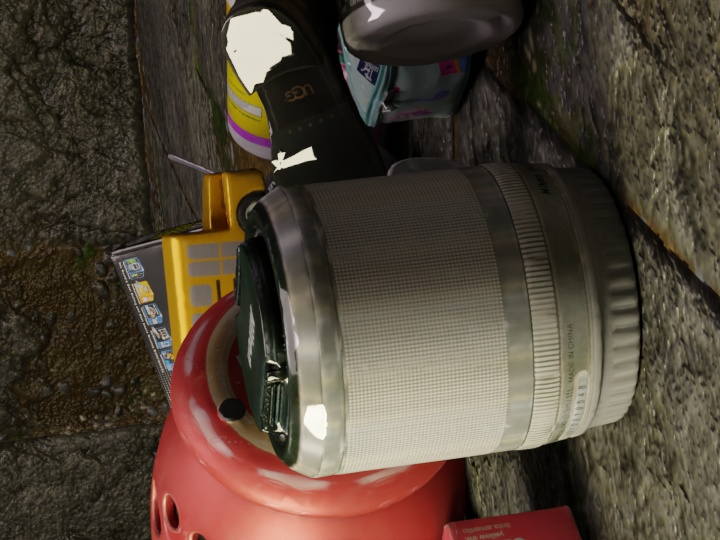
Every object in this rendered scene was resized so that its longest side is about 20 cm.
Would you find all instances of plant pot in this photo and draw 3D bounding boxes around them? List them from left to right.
[{"bbox_3d":[-0.028,0.117,1.358,0.183,0.200,0.201,98,162,-51],"label":"plant pot"}]

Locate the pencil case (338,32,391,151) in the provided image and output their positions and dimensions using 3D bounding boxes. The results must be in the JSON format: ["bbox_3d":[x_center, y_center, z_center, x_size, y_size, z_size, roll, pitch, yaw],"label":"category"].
[{"bbox_3d":[-0.011,-0.109,1.695,0.087,0.087,0.200,-111,17,-51],"label":"pencil case"}]

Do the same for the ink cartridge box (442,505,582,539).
[{"bbox_3d":[0.104,0.263,1.296,0.200,0.083,0.145,-109,20,-45],"label":"ink cartridge box"}]

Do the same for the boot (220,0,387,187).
[{"bbox_3d":[-0.025,-0.140,1.375,0.174,0.069,0.200,-82,-25,-53],"label":"boot"}]

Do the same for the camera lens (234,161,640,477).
[{"bbox_3d":[0.037,0.025,1.217,0.160,0.200,0.160,173,90,-79],"label":"camera lens"}]

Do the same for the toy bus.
[{"bbox_3d":[-0.096,0.029,1.581,0.065,0.078,0.200,-172,76,-78],"label":"toy bus"}]

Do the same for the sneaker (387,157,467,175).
[{"bbox_3d":[0.061,0.013,1.421,0.200,0.074,0.116,-117,26,-57],"label":"sneaker"}]

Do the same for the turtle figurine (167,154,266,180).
[{"bbox_3d":[-0.075,0.002,1.856,0.194,0.200,0.144,-8,51,58],"label":"turtle figurine"}]

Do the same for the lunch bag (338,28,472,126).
[{"bbox_3d":[0.019,-0.199,1.491,0.160,0.077,0.200,118,144,-71],"label":"lunch bag"}]

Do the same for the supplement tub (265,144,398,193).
[{"bbox_3d":[0.000,0.000,1.597,0.200,0.122,0.123,-112,18,-54],"label":"supplement tub"}]

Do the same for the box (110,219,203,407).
[{"bbox_3d":[-0.102,0.054,1.808,0.160,0.044,0.200,-12,104,38],"label":"box"}]

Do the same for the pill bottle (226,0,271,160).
[{"bbox_3d":[-0.060,-0.197,1.829,0.104,0.104,0.200,-110,16,-49],"label":"pill bottle"}]

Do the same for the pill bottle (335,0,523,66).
[{"bbox_3d":[0.029,-0.233,1.333,0.111,0.111,0.200,123,140,-73],"label":"pill bottle"}]
